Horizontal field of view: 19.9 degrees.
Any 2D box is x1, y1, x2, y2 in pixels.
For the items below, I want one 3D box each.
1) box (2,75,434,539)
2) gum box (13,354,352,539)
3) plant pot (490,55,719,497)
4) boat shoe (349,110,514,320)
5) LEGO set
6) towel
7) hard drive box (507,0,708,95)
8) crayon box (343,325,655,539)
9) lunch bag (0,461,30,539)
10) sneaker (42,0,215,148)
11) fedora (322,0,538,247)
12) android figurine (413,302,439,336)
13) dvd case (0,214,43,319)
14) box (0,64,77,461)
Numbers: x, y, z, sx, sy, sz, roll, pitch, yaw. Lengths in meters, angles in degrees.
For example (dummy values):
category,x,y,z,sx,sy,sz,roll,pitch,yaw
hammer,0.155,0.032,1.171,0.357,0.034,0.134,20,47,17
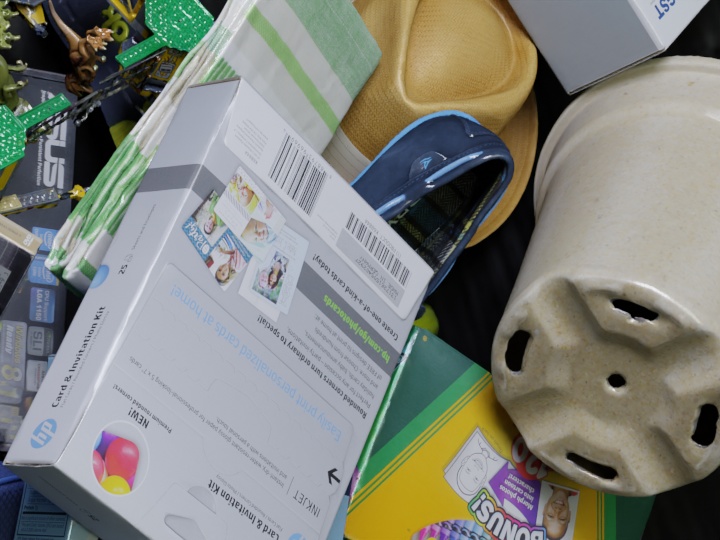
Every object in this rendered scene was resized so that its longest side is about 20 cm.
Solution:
category,x,y,z,sx,sy,sz,roll,pitch,yaw
box,-0.056,0.040,0.923,0.156,0.041,0.201,43,56,-36
gum box,-0.086,0.156,0.942,0.169,0.044,0.202,22,72,-43
plant pot,0.160,0.015,1.097,0.201,0.200,0.184,50,37,-9
boat shoe,0.000,0.000,1.052,0.084,0.069,0.201,35,88,-32
LEGO set,-0.176,-0.090,0.979,0.154,0.116,0.200,40,47,2
towel,-0.067,-0.058,1.005,0.023,0.153,0.201,28,80,25
hard drive box,0.123,-0.228,1.157,0.201,0.077,0.156,55,45,-13
crayon box,0.062,0.129,1.116,0.199,0.058,0.120,34,68,-31
lunch bag,-0.225,0.160,0.918,0.136,0.131,0.202,3,93,-68
sneaker,-0.111,-0.120,1.095,0.082,0.074,0.201,24,41,-62
fedora,0.037,-0.110,1.142,0.199,0.082,0.202,15,60,-27
android figurine,-0.053,0.034,1.110,0.199,0.041,0.183,-25,92,-31
dvd case,-0.253,-0.016,0.913,0.199,0.149,0.016,31,41,-6
box,-0.228,-0.010,1.028,0.160,0.049,0.202,9,75,-26
